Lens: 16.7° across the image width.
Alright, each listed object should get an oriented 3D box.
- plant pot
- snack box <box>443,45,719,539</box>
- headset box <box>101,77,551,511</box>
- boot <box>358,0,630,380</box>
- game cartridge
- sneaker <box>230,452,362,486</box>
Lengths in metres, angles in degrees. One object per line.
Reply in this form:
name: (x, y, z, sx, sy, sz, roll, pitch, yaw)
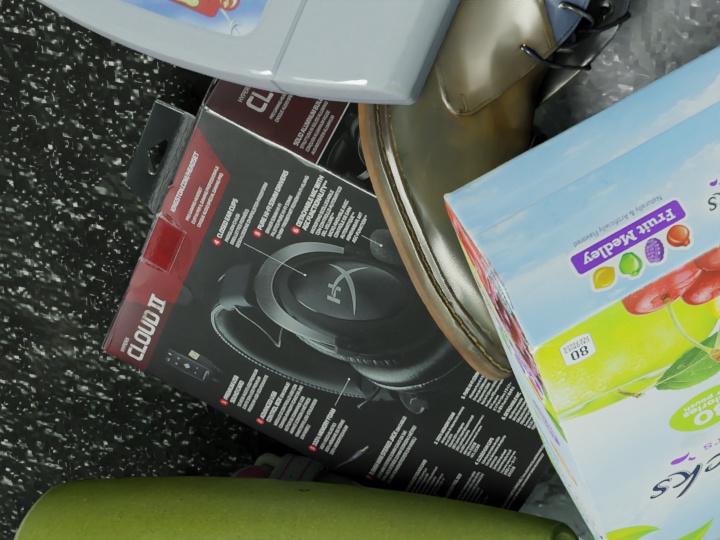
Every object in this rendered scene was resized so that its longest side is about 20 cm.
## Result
plant pot: (-0.009, 0.157, 0.941, 0.199, 0.188, 0.188, -12, 124, 17)
snack box: (0.131, 0.007, 0.797, 0.168, 0.068, 0.200, -29, 150, 0)
headset box: (0.000, 0.000, 0.948, 0.199, 0.077, 0.149, 28, 135, 1)
boot: (0.051, -0.069, 0.825, 0.096, 0.075, 0.202, -17, 88, 25)
game cartridge: (-0.053, -0.137, 0.811, 0.199, 0.134, 0.042, 23, 177, 15)
sneaker: (-0.020, 0.125, 1.064, 0.199, 0.082, 0.088, -14, 124, 32)
